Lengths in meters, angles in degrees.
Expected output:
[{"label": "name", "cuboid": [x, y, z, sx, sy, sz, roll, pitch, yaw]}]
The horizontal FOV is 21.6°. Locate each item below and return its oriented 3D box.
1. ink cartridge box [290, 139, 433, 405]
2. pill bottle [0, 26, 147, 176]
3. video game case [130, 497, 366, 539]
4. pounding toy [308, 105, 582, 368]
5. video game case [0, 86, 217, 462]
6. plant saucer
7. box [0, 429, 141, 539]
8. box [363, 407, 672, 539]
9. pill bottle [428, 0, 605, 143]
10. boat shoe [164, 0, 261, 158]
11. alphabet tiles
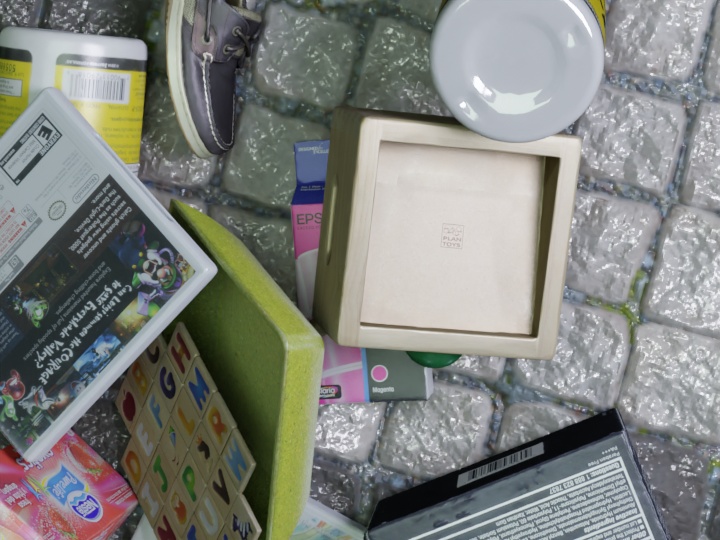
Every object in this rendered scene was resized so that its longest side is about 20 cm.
[{"label": "ink cartridge box", "cuboid": [0.000, 0.000, 1.418, 0.095, 0.037, 0.200, -4, 93, 10]}, {"label": "pill bottle", "cuboid": [-0.221, -0.077, 1.408, 0.111, 0.111, 0.200, 7, 96, 9]}, {"label": "video game case", "cuboid": [-0.088, 0.251, 1.463, 0.200, 0.022, 0.183, 27, 99, 6]}, {"label": "pounding toy", "cuboid": [0.038, -0.010, 1.341, 0.184, 0.142, 0.200, 5, 98, -12]}, {"label": "video game case", "cuboid": [-0.225, 0.003, 1.341, 0.200, 0.023, 0.182, -46, 77, 14]}, {"label": "plant saucer", "cuboid": [-0.082, 0.076, 1.359, 0.048, 0.200, 0.200, -11, 126, -26]}, {"label": "box", "cuboid": [-0.251, 0.192, 1.395, 0.095, 0.200, 0.103, 42, 100, 4]}, {"label": "box", "cuboid": [0.133, 0.232, 1.366, 0.200, 0.123, 0.199, -22, 92, 6]}, {"label": "pill bottle", "cuboid": [0.110, -0.170, 1.287, 0.114, 0.200, 0.114, 3, 113, 6]}, {"label": "boat shoe", "cuboid": [-0.106, -0.184, 1.399, 0.065, 0.072, 0.200, -4, 89, 15]}, {"label": "alphabet tiles", "cuboid": [-0.130, 0.142, 1.391, 0.200, 0.006, 0.167, 59, 141, 32]}]
